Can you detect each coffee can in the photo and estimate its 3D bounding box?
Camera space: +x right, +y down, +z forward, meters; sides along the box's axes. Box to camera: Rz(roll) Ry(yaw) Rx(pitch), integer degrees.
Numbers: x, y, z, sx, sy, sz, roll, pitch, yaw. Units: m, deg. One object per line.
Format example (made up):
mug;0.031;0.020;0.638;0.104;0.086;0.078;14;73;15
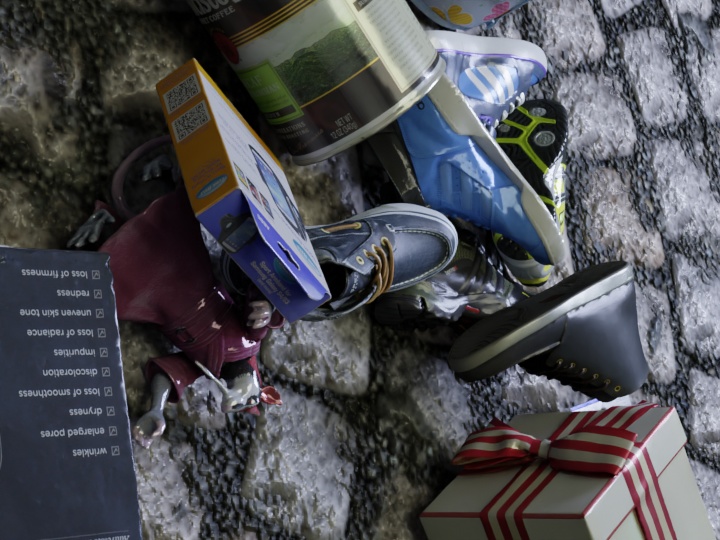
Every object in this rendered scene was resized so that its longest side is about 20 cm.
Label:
coffee can;-0.046;-0.204;1.244;0.200;0.146;0.146;56;45;-17

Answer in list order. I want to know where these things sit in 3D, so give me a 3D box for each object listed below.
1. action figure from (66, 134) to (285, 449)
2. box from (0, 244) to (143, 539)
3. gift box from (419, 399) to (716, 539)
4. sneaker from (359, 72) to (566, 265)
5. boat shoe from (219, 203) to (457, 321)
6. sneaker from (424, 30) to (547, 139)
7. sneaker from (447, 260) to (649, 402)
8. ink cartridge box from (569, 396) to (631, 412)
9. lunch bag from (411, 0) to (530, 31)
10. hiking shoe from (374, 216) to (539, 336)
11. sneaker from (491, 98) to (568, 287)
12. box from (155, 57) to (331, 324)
action figure;-0.127;0.028;1.140;0.200;0.134;0.149;56;8;-26
box;-0.248;0.093;0.950;0.200;0.124;0.197;3;73;-46
gift box;0.175;0.206;1.315;0.200;0.184;0.187;-43;117;-48
sneaker;0.078;-0.060;1.323;0.200;0.111;0.077;50;6;-24
boat shoe;0.000;0.000;1.220;0.200;0.091;0.071;-8;112;-26
sneaker;0.098;-0.130;1.425;0.200;0.080;0.147;0;85;-49
sneaker;0.165;0.074;1.320;0.200;0.075;0.107;-24;101;-32
ink cartridge box;0.235;0.215;1.472;0.095;0.037;0.201;-13;88;-46
lunch bag;0.100;-0.318;1.417;0.200;0.169;0.127;44;47;-22
hiking shoe;0.095;0.003;1.370;0.200;0.076;0.101;10;73;-43
sneaker;0.153;-0.074;1.475;0.077;0.075;0.200;74;23;-51
box;-0.081;-0.051;1.113;0.119;0.041;0.200;51;12;-37
